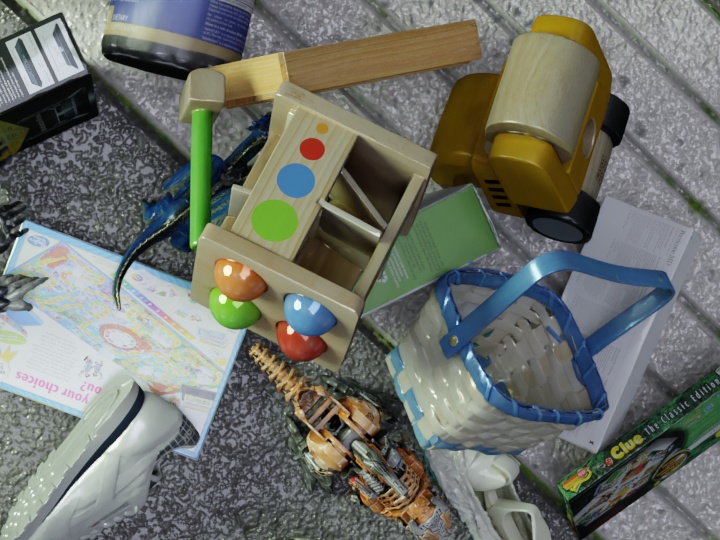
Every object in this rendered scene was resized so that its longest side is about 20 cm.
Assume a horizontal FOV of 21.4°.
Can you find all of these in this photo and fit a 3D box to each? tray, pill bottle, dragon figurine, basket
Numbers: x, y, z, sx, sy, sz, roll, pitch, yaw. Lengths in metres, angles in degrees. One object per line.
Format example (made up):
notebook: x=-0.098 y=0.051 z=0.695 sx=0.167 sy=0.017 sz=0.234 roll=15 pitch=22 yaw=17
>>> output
tray: x=-0.011 y=-0.160 z=1.480 sx=0.200 sy=0.098 sz=0.037 roll=-14 pitch=97 yaw=-40
pill bottle: x=-0.130 y=-0.253 z=1.498 sx=0.111 sy=0.112 sz=0.201 roll=12 pitch=90 yaw=-9
dragon figurine: x=-0.125 y=-0.056 z=1.498 sx=0.200 sy=0.099 sz=0.059 roll=-40 pitch=96 yaw=-24
basket: x=0.128 y=0.055 z=1.476 sx=0.200 sy=0.176 sz=0.139 roll=-36 pitch=60 yaw=30

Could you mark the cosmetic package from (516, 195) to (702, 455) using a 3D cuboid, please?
cosmetic package: x=0.205 y=0.047 z=1.576 sx=0.082 sy=0.051 sz=0.201 roll=24 pitch=88 yaw=24

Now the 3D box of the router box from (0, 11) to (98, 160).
router box: x=-0.280 y=-0.122 z=1.433 sx=0.157 sy=0.200 sz=0.052 roll=-26 pitch=89 yaw=-8

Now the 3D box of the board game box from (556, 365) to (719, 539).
board game box: x=0.252 y=0.144 z=1.579 sx=0.200 sy=0.105 sz=0.023 roll=-35 pitch=59 yaw=-7

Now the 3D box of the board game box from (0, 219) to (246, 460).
board game box: x=-0.201 y=0.056 z=1.535 sx=0.199 sy=0.034 sz=0.135 roll=22 pitch=88 yaw=-9

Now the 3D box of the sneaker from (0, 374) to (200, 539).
sneaker: x=-0.214 y=0.178 z=1.505 sx=0.080 sy=0.076 sz=0.200 roll=36 pitch=108 yaw=-23

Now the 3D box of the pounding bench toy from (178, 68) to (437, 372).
pounding bench toy: x=-0.072 y=-0.039 z=1.386 sx=0.199 sy=0.124 sz=0.156 roll=26 pitch=67 yaw=3

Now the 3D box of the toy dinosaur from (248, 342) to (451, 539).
toy dinosaur: x=-0.005 y=0.131 z=1.517 sx=0.102 sy=0.136 sz=0.201 roll=-25 pitch=96 yaw=-6

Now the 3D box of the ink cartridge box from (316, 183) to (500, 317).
ink cartridge box: x=0.000 y=0.000 z=1.513 sx=0.200 sy=0.104 sz=0.059 roll=-26 pitch=96 yaw=-19

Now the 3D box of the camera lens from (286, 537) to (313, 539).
camera lens: x=-0.018 y=0.320 z=1.509 sx=0.200 sy=0.160 sz=0.160 roll=33 pitch=87 yaw=-8

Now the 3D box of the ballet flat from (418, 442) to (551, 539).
ballet flat: x=0.115 y=0.189 z=1.570 sx=0.072 sy=0.072 sz=0.200 roll=-28 pitch=100 yaw=-7

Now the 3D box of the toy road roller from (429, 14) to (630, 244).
toy road roller: x=0.120 y=-0.113 z=1.505 sx=0.146 sy=0.200 sz=0.123 roll=12 pitch=72 yaw=21

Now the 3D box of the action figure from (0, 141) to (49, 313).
action figure: x=-0.298 y=-0.012 z=1.458 sx=0.102 sy=0.200 sz=0.119 roll=-20 pitch=75 yaw=-31
